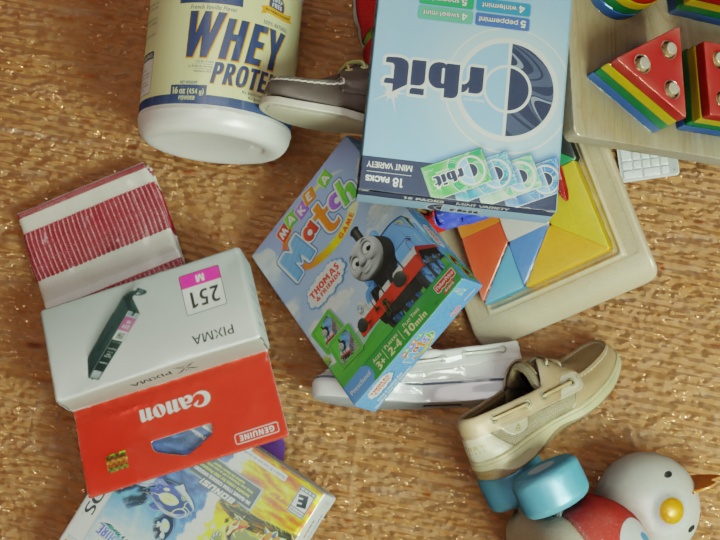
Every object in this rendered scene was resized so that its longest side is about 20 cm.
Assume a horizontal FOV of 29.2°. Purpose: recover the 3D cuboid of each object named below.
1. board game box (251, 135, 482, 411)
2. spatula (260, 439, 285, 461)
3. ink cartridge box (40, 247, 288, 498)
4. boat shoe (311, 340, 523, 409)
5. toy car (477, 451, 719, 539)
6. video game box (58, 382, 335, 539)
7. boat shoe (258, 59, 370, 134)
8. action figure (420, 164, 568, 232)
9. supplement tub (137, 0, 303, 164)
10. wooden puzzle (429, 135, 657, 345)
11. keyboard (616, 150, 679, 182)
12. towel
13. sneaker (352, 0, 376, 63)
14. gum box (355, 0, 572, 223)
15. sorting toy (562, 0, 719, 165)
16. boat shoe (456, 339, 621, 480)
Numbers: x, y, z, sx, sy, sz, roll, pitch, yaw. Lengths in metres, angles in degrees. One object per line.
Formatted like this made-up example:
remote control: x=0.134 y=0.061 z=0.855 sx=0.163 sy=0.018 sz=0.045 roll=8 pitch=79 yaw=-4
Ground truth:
board game box: x=0.000 y=0.000 z=1.239 sx=0.152 sy=0.036 sz=0.201 roll=-50 pitch=52 yaw=17
spatula: x=-0.102 y=0.246 z=1.279 sx=0.056 sy=0.021 sz=0.203 roll=1 pitch=83 yaw=11
ink cartridge box: x=-0.179 y=0.092 z=1.255 sx=0.198 sy=0.044 sz=0.175 roll=-17 pitch=67 yaw=3
boat shoe: x=0.053 y=0.093 z=1.278 sx=0.197 sy=0.074 sz=0.066 roll=0 pitch=77 yaw=-8
toy car: x=0.238 y=0.219 z=1.205 sx=0.198 sy=0.177 sz=0.186 roll=-27 pitch=92 yaw=-14
video game box: x=-0.152 y=0.230 z=1.255 sx=0.199 sy=0.047 sz=0.184 roll=30 pitch=86 yaw=18
boat shoe: x=0.008 y=-0.153 z=1.232 sx=0.197 sy=0.072 sz=0.060 roll=7 pitch=85 yaw=-13
action figure: x=0.091 y=-0.028 z=1.250 sx=0.198 sy=0.065 sz=0.100 roll=-16 pitch=72 yaw=25
supplement tub: x=-0.128 y=-0.212 z=1.287 sx=0.143 sy=0.145 sz=0.203 roll=4 pitch=82 yaw=3
wooden puzzle: x=0.154 y=-0.052 z=1.273 sx=0.183 sy=0.037 sz=0.202 roll=-25 pitch=82 yaw=23
keyboard: x=0.265 y=-0.187 z=1.335 sx=0.055 sy=0.011 sz=0.203 roll=-7 pitch=81 yaw=1
towel: x=-0.233 y=0.013 z=1.321 sx=0.142 sy=0.023 sz=0.202 roll=-21 pitch=79 yaw=1
sneaker: x=0.034 y=-0.215 z=1.311 sx=0.076 sy=0.085 sz=0.203 roll=-6 pitch=82 yaw=0
gum box: x=0.089 y=-0.151 z=1.181 sx=0.167 sy=0.045 sz=0.203 roll=6 pitch=78 yaw=-3
sorting toy: x=0.278 y=-0.211 z=1.258 sx=0.196 sy=0.069 sz=0.203 roll=6 pitch=76 yaw=-27
boat shoe: x=0.161 y=0.107 z=1.224 sx=0.199 sy=0.071 sz=0.065 roll=-35 pitch=103 yaw=-39
